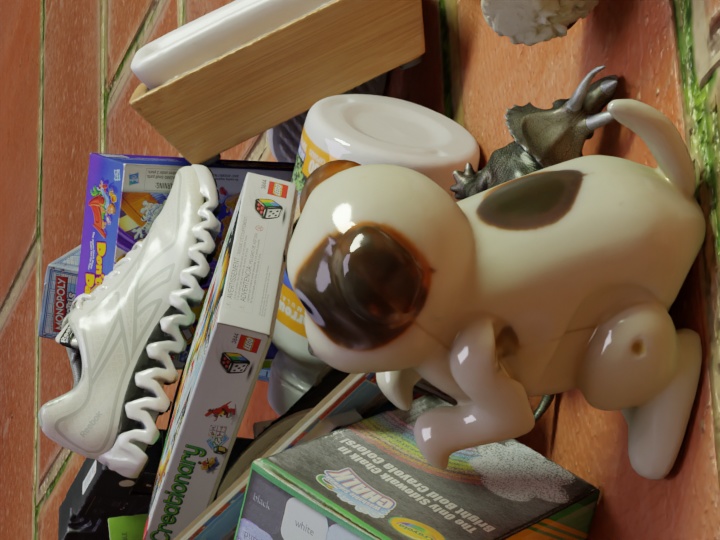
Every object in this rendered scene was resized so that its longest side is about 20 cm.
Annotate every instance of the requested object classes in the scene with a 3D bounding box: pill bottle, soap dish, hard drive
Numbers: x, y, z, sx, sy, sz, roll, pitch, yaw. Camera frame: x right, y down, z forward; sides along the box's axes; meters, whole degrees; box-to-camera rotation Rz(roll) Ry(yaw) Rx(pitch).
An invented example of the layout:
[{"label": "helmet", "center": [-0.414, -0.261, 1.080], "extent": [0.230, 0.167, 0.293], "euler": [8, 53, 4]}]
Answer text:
[{"label": "pill bottle", "center": [0.000, 0.000, 1.564], "extent": [0.112, 0.112, 0.200], "euler": [-119, 39, -61]}, {"label": "soap dish", "center": [-0.050, -0.143, 1.621], "extent": [0.081, 0.200, 0.157], "euler": [64, -179, -9]}, {"label": "hard drive", "center": [-0.089, 0.153, 1.652], "extent": [0.140, 0.200, 0.038], "euler": [123, 150, -57]}]

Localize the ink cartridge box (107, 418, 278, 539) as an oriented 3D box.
[{"label": "ink cartridge box", "center": [-0.053, 0.168, 1.514], "extent": [0.148, 0.200, 0.076], "euler": [-103, 6, -45]}]

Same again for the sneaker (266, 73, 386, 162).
[{"label": "sneaker", "center": [-0.023, -0.173, 1.757], "extent": [0.105, 0.075, 0.200], "euler": [-125, 47, -66]}]

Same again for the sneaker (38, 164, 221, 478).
[{"label": "sneaker", "center": [-0.139, 0.023, 1.538], "extent": [0.075, 0.081, 0.200], "euler": [118, 170, -76]}]

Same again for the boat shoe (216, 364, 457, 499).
[{"label": "boat shoe", "center": [0.000, 0.083, 1.473], "extent": [0.200, 0.074, 0.060], "euler": [-39, 22, 7]}]

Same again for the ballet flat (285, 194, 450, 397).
[{"label": "ballet flat", "center": [0.000, 0.004, 1.423], "extent": [0.200, 0.067, 0.068], "euler": [36, 109, 43]}]

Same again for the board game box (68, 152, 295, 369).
[{"label": "board game box", "center": [-0.089, -0.004, 1.640], "extent": [0.045, 0.200, 0.135], "euler": [18, 104, 52]}]

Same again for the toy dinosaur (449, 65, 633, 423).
[{"label": "toy dinosaur", "center": [0.087, -0.015, 1.357], "extent": [0.102, 0.077, 0.200], "euler": [-145, 66, -85]}]

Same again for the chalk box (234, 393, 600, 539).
[{"label": "chalk box", "center": [0.010, 0.163, 1.291], "extent": [0.124, 0.200, 0.124], "euler": [30, 119, 30]}]

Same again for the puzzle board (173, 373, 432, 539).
[{"label": "puzzle board", "center": [-0.043, 0.134, 1.382], "extent": [0.200, 0.151, 0.017], "euler": [-44, 71, 6]}]

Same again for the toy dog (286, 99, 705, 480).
[{"label": "toy dog", "center": [0.062, 0.008, 1.220], "extent": [0.140, 0.200, 0.194], "euler": [-107, 28, -49]}]

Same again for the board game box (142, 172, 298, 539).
[{"label": "board game box", "center": [-0.083, 0.057, 1.464], "extent": [0.126, 0.035, 0.200], "euler": [-81, 9, -47]}]

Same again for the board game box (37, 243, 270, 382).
[{"label": "board game box", "center": [-0.133, 0.007, 1.803], "extent": [0.200, 0.200, 0.062], "euler": [-109, 28, -62]}]

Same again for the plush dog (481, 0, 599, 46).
[{"label": "plush dog", "center": [0.099, -0.244, 1.322], "extent": [0.172, 0.160, 0.200], "euler": [-64, 7, -32]}]
